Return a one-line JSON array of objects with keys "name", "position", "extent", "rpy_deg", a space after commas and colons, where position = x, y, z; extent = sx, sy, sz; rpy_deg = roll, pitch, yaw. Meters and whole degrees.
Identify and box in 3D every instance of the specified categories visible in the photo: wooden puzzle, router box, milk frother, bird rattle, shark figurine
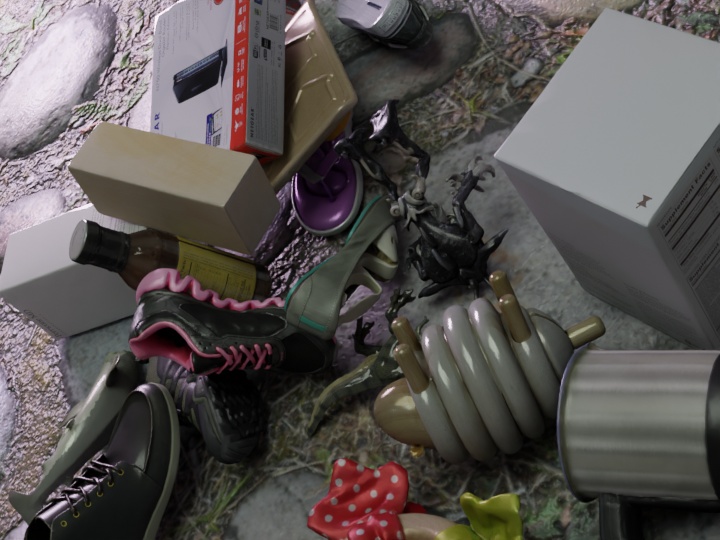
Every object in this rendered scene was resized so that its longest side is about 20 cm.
[{"name": "wooden puzzle", "position": [-0.077, -0.158, 1.272], "extent": [0.185, 0.046, 0.201], "rpy_deg": [-46, 39, 24]}, {"name": "router box", "position": [-0.150, -0.194, 1.275], "extent": [0.178, 0.048, 0.203], "rpy_deg": [-17, 67, 46]}, {"name": "milk frother", "position": [0.220, 0.120, 0.834], "extent": [0.186, 0.200, 0.183], "rpy_deg": [-3, 61, 32]}, {"name": "bird rattle", "position": [0.031, 0.216, 0.924], "extent": [0.198, 0.114, 0.163], "rpy_deg": [13, 36, 30]}, {"name": "shark figurine", "position": [-0.254, 0.170, 1.210], "extent": [0.216, 0.089, 0.128], "rpy_deg": [-61, 14, -26]}]

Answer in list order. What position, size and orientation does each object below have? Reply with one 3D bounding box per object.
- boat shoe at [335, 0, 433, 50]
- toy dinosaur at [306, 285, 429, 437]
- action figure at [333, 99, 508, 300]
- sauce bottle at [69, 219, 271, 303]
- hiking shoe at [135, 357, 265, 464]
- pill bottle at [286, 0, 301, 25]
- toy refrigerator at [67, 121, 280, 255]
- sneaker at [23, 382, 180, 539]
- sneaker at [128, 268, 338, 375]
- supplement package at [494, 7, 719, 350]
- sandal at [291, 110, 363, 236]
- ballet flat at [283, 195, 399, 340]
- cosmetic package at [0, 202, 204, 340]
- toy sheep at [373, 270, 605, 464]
[{"name": "boat shoe", "position": [0.026, -0.274, 1.333], "extent": [0.072, 0.071, 0.200], "rpy_deg": [-49, 24, 12]}, {"name": "toy dinosaur", "position": [0.025, 0.073, 1.106], "extent": [0.198, 0.047, 0.089], "rpy_deg": [-25, 55, 22]}, {"name": "action figure", "position": [0.069, -0.058, 1.117], "extent": [0.119, 0.201, 0.102], "rpy_deg": [-36, 1, 40]}, {"name": "sauce bottle", "position": [-0.183, -0.003, 1.190], "extent": [0.064, 0.198, 0.066], "rpy_deg": [-33, 47, 45]}, {"name": "hiking shoe", "position": [-0.159, 0.125, 1.187], "extent": [0.101, 0.075, 0.201], "rpy_deg": [-50, 41, 18]}, {"name": "pill bottle", "position": [-0.125, -0.294, 1.414], "extent": [0.115, 0.116, 0.201], "rpy_deg": [-32, 47, 11]}, {"name": "toy refrigerator", "position": [-0.181, -0.084, 1.202], "extent": [0.198, 0.076, 0.070], "rpy_deg": [15, 61, 30]}, {"name": "sneaker", "position": [-0.232, 0.195, 1.114], "extent": [0.074, 0.105, 0.203], "rpy_deg": [1, 76, 47]}, {"name": "sneaker", "position": [-0.120, 0.068, 1.123], "extent": [0.197, 0.080, 0.096], "rpy_deg": [13, 38, 4]}, {"name": "supplement package", "position": [0.234, -0.064, 0.950], "extent": [0.151, 0.200, 0.151], "rpy_deg": [31, 79, 43]}, {"name": "sandal", "position": [-0.045, -0.123, 1.285], "extent": [0.082, 0.050, 0.205], "rpy_deg": [-22, 50, 21]}, {"name": "ballet flat", "position": [0.000, 0.000, 1.140], "extent": [0.063, 0.068, 0.200], "rpy_deg": [28, 41, 13]}, {"name": "cosmetic package", "position": [-0.276, -0.009, 1.323], "extent": [0.198, 0.108, 0.086], "rpy_deg": [-20, 49, 23]}, {"name": "toy sheep", "position": [0.102, 0.082, 0.987], "extent": [0.198, 0.138, 0.139], "rpy_deg": [-24, 49, 10]}]
